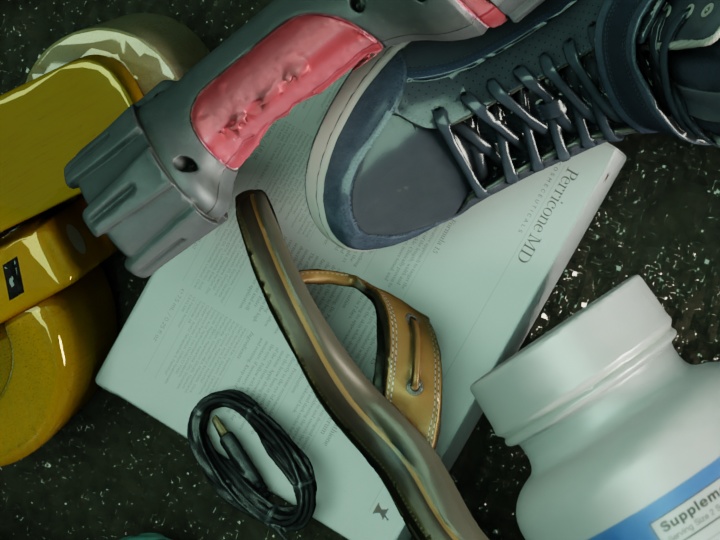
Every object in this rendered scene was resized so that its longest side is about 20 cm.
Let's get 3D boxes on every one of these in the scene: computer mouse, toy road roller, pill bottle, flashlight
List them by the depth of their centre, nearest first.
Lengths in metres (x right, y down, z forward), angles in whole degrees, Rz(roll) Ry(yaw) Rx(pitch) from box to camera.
[{"bbox_3d":[-0.017,-0.073,0.713,0.200,0.068,0.068,-39,98,13],"label":"flashlight"},{"bbox_3d":[0.131,0.107,0.764,0.112,0.112,0.201,-35,85,11],"label":"pill bottle"},{"bbox_3d":[-0.014,0.137,0.800,0.058,0.034,0.201,-33,76,28],"label":"computer mouse"},{"bbox_3d":[-0.138,-0.008,0.839,0.199,0.123,0.147,-27,98,12],"label":"toy road roller"}]

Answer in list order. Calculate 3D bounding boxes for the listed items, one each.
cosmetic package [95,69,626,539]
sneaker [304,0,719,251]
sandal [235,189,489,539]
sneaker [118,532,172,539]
[{"bbox_3d":[0.000,0.000,0.835,0.150,0.052,0.201,31,96,13],"label":"cosmetic package"},{"bbox_3d":[0.080,-0.062,0.719,0.202,0.146,0.077,-39,122,-5],"label":"sneaker"},{"bbox_3d":[0.015,0.049,0.769,0.054,0.082,0.200,-35,81,-6],"label":"sandal"},{"bbox_3d":[-0.079,0.214,0.831,0.077,0.091,0.201,-14,86,12],"label":"sneaker"}]
